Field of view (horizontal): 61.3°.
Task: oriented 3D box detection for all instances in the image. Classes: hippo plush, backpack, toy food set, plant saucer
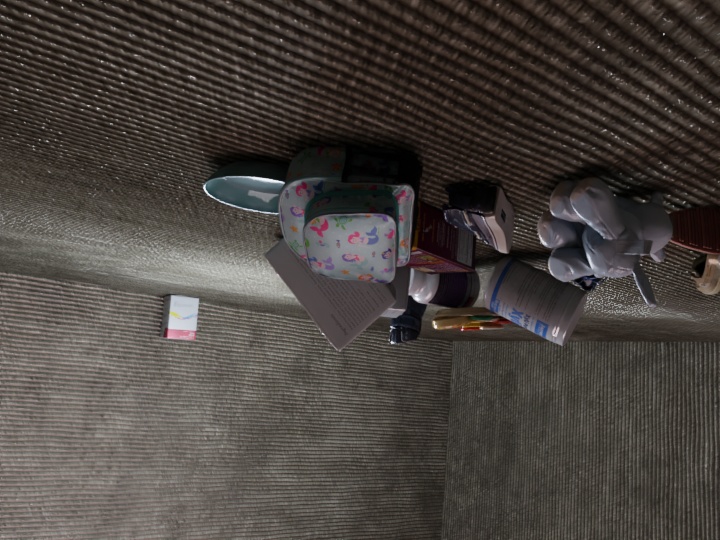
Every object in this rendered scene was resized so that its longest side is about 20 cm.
[{"bbox_3d":[0.371,-0.071,0.870,0.158,0.164,0.198,-23,-160,-26],"label":"hippo plush"},{"bbox_3d":[-0.020,-0.080,0.861,0.194,0.153,0.180,10,140,9],"label":"backpack"},{"bbox_3d":[0.274,0.120,1.486,0.192,0.050,0.200,-3,172,12],"label":"toy food set"},{"bbox_3d":[-0.154,-0.135,0.984,0.194,0.037,0.200,5,171,1],"label":"plant saucer"}]

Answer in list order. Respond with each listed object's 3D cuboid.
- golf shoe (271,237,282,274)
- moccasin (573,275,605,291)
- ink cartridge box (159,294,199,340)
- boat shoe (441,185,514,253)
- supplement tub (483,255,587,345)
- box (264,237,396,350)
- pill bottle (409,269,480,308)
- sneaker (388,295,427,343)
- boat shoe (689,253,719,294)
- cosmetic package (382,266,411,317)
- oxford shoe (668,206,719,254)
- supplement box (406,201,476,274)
[{"bbox_3d":[-0.117,-0.027,1.410,0.194,0.094,0.075,0,167,22],"label":"golf shoe"},{"bbox_3d":[0.493,0.002,1.297,0.079,0.070,0.199,0,168,29],"label":"moccasin"},{"bbox_3d":[-0.872,0.228,2.926,0.141,0.206,0.144,8,171,-31],"label":"ink cartridge box"},{"bbox_3d":[0.195,-0.087,0.996,0.090,0.077,0.200,8,164,25],"label":"boat shoe"},{"bbox_3d":[0.386,0.064,1.351,0.197,0.135,0.131,27,-179,27],"label":"supplement tub"},{"bbox_3d":[-0.043,0.007,1.054,0.130,0.201,0.199,-39,180,4],"label":"box"},{"bbox_3d":[0.188,0.029,1.491,0.195,0.115,0.111,11,169,-29],"label":"pill bottle"},{"bbox_3d":[0.081,0.101,1.521,0.199,0.150,0.076,25,164,-28],"label":"sneaker"},{"bbox_3d":[0.675,-0.005,1.176,0.063,0.074,0.200,11,170,18],"label":"boat shoe"},{"bbox_3d":[0.000,0.000,1.273,0.194,0.172,0.167,7,170,-3],"label":"cosmetic package"},{"bbox_3d":[0.556,-0.055,0.949,0.194,0.073,0.074,6,173,-3],"label":"oxford shoe"},{"bbox_3d":[0.119,-0.056,1.129,0.108,0.088,0.197,-4,166,43],"label":"supplement box"}]
